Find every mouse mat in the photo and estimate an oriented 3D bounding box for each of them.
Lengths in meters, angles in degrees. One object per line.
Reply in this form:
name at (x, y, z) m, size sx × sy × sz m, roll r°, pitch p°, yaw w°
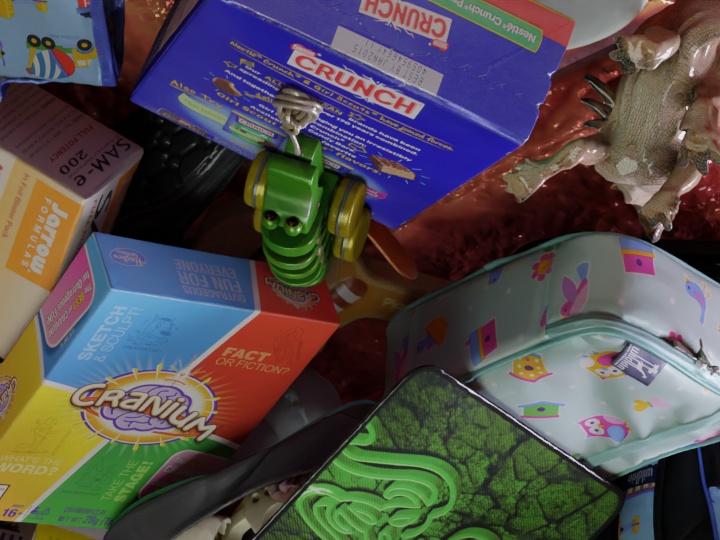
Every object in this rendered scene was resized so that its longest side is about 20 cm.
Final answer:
mouse mat at (0.043, 0.146, 1.226) m, size 0.161 × 0.008 × 0.200 m, roll -47°, pitch 129°, yaw 11°

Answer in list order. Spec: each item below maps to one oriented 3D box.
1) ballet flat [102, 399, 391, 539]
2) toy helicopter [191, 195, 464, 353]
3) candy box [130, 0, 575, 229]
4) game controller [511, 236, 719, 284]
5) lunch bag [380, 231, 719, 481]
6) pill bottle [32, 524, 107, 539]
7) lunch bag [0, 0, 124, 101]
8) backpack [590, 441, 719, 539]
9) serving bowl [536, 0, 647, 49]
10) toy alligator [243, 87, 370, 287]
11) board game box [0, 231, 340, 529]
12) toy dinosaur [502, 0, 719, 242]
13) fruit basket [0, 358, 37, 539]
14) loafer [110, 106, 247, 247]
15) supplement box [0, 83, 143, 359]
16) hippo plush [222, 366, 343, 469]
ballet flat at (-0.062, 0.141, 1.239) m, size 0.199 × 0.073 × 0.073 m, roll -27°, pitch 123°, yaw 19°
toy helicopter at (0.000, 0.000, 1.286) m, size 0.198 × 0.079 × 0.133 m, roll 13°, pitch 126°, yaw -15°
candy box at (-0.011, -0.105, 1.114) m, size 0.168 × 0.078 × 0.200 m, roll 25°, pitch 164°, yaw -12°
game controller at (0.183, 0.023, 1.269) m, size 0.198 × 0.042 × 0.105 m, roll 2°, pitch 132°, yaw 8°
lunch bag at (0.122, 0.059, 1.235) m, size 0.160 × 0.078 × 0.199 m, roll 31°, pitch 143°, yaw -32°
pill bottle at (-0.168, 0.202, 1.471) m, size 0.198 × 0.110 × 0.110 m, roll 18°, pitch 134°, yaw -4°
lunch bag at (-0.198, -0.178, 1.112) m, size 0.149 × 0.094 × 0.201 m, roll 3°, pitch 125°, yaw 8°
backpack at (0.184, 0.195, 1.312) m, size 0.134 × 0.201 × 0.183 m, roll 27°, pitch 127°, yaw -27°
serving bowl at (0.053, -0.190, 1.066) m, size 0.198 × 0.066 × 0.201 m, roll 16°, pitch 155°, yaw 8°
toy alligator at (-0.033, -0.032, 1.139) m, size 0.059 × 0.055 × 0.200 m, roll 18°, pitch 164°, yaw 10°
board game box at (-0.127, 0.068, 1.223) m, size 0.152 × 0.041 × 0.200 m, roll 9°, pitch 134°, yaw -37°
toy dinosaur at (0.157, -0.091, 1.118) m, size 0.086 × 0.136 × 0.201 m, roll 36°, pitch 132°, yaw 5°
fruit basket at (-0.272, 0.097, 1.335) m, size 0.183 × 0.200 × 0.094 m, roll 13°, pitch 120°, yaw 1°
loafer at (-0.124, -0.043, 1.270) m, size 0.200 × 0.069 × 0.070 m, roll -36°, pitch 150°, yaw 31°
supplement box at (-0.235, -0.054, 1.219) m, size 0.199 × 0.074 × 0.127 m, roll 30°, pitch 123°, yaw 8°
hippo plush at (-0.022, 0.132, 1.328) m, size 0.161 × 0.200 × 0.159 m, roll 53°, pitch 163°, yaw -4°
